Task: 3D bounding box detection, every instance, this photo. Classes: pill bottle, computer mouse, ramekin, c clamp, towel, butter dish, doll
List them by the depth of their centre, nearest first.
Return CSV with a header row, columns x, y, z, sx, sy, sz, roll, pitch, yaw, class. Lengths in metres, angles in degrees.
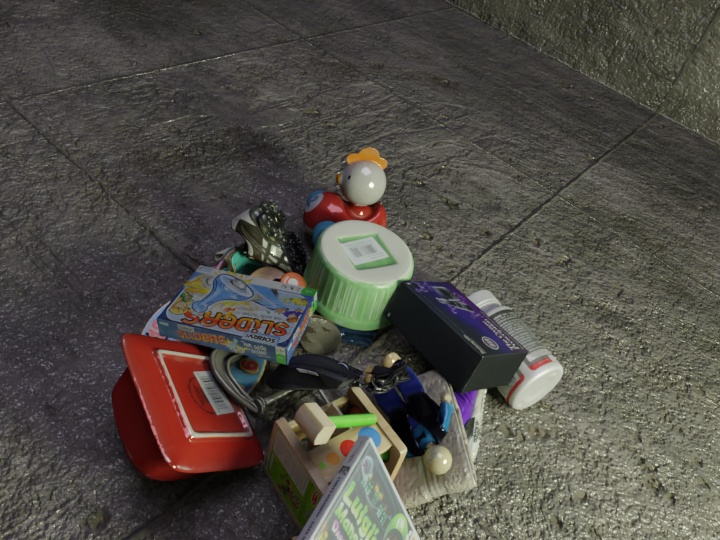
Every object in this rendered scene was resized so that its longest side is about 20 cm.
x,y,z,sx,sy,sz,roll,pitch,yaw,class
-0.255,0.206,0.814,0.201,0.147,0.199,56,14,26,butter dish
-0.028,0.139,0.870,0.197,0.047,0.140,-3,-1,27,computer mouse
0.074,0.220,0.902,0.048,0.136,0.200,40,9,-44,doll
-0.129,0.164,0.906,0.172,0.027,0.199,54,25,18,c clamp
0.092,0.252,0.923,0.131,0.035,0.202,-23,44,14,towel
0.000,0.000,1.092,0.197,0.098,0.201,10,41,-9,ramekin
0.259,0.138,1.101,0.113,0.115,0.201,-11,48,-31,pill bottle
-0.022,0.048,1.145,0.110,0.049,0.201,9,41,-10,towel

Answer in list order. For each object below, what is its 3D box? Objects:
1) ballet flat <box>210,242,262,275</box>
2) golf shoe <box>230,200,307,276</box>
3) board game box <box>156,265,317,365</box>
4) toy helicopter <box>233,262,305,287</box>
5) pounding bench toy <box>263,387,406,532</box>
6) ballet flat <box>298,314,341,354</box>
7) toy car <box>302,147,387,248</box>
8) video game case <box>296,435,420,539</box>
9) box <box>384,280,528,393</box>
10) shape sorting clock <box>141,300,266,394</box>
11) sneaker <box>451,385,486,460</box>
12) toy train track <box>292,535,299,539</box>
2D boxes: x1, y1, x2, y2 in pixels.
x,y,z,sx,sy,sz,roll,pitch,yaw,class
-0.251,0.001,1.106,0.070,0.070,0.200,6,34,28,ballet flat
-0.162,-0.041,1.114,0.093,0.201,0.078,-13,42,16,golf shoe
-0.177,0.062,0.896,0.197,0.035,0.136,11,37,10,board game box
-0.188,0.071,1.040,0.131,0.079,0.201,27,53,0,toy helicopter
-0.023,0.233,0.820,0.155,0.202,0.124,-18,52,-35,pounding bench toy
-0.112,0.090,1.011,0.199,0.068,0.046,23,10,-39,ballet flat
-0.019,-0.158,1.233,0.174,0.202,0.185,6,28,-14,toy car
0.000,0.335,0.725,0.023,0.202,0.182,-3,33,35,video game case
0.158,0.105,1.017,0.140,0.080,0.200,0,34,-44,box
-0.245,0.124,0.950,0.197,0.039,0.202,4,60,-8,shape sorting clock
0.149,0.221,1.001,0.098,0.070,0.201,16,39,3,sneaker
-0.105,0.396,0.742,0.197,0.033,0.116,-4,52,-17,toy train track
